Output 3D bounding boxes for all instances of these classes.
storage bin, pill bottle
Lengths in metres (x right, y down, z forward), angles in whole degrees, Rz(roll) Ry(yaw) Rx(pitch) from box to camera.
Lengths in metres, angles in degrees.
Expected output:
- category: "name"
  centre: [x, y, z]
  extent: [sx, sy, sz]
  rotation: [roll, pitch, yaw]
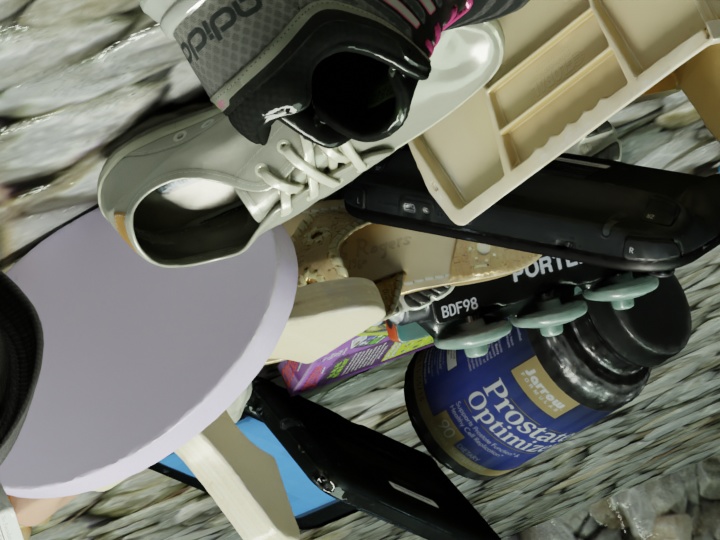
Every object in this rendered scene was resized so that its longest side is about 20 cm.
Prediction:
- category: "storage bin"
  centre: [0.144, -0.111, 1.295]
  extent: [0.200, 0.094, 0.199]
  rotation: [-14, 165, -41]
- category: "pill bottle"
  centre: [0.133, 0.061, 1.988]
  extent: [0.112, 0.112, 0.200]
  rotation: [-11, 162, -48]

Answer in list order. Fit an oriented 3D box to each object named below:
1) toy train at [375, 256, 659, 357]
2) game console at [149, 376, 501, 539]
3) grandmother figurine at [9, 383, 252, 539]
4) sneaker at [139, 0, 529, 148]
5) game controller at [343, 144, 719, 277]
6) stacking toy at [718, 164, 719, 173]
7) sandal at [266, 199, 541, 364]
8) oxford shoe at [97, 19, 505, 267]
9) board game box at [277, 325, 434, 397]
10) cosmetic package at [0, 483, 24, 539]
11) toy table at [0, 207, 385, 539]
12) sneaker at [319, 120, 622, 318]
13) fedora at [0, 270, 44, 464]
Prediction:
- category: "toy train"
  centre: [0.088, -0.005, 1.662]
  extent: [0.200, 0.085, 0.114]
  rotation: [-16, -171, -27]
- category: "game console"
  centre: [-0.029, 0.160, 1.943]
  extent: [0.200, 0.176, 0.116]
  rotation: [27, 105, -44]
- category: "grandmother figurine"
  centre: [-0.149, 0.104, 1.769]
  extent: [0.200, 0.061, 0.121]
  rotation: [-33, -167, 25]
- category: "sneaker"
  centre: [0.004, -0.092, 1.112]
  extent: [0.200, 0.088, 0.074]
  rotation: [-12, 163, -47]
- category: "game controller"
  centre: [0.092, -0.035, 1.416]
  extent: [0.200, 0.042, 0.104]
  rotation: [12, -163, 33]
- category: "stacking toy"
  centre: [0.326, -0.011, 1.834]
  extent: [0.110, 0.200, 0.116]
  rotation: [-31, 167, 31]
- category: "sandal"
  centre: [-0.002, -0.006, 1.461]
  extent: [0.211, 0.078, 0.070]
  rotation: [-16, 177, -4]
- category: "oxford shoe"
  centre: [-0.024, -0.056, 1.241]
  extent: [0.200, 0.058, 0.075]
  rotation: [-26, 129, 12]
- category: "board game box"
  centre: [0.021, 0.025, 1.815]
  extent: [0.120, 0.032, 0.200]
  rotation: [-23, 169, -19]
- category: "cosmetic package"
  centre: [-0.206, 0.070, 1.181]
  extent: [0.082, 0.200, 0.051]
  rotation: [-20, 129, -14]
- category: "toy table"
  centre: [-0.094, 0.045, 1.368]
  extent: [0.200, 0.184, 0.117]
  rotation: [-20, 154, 25]
- category: "sneaker"
  centre: [0.051, -0.026, 1.543]
  extent: [0.200, 0.077, 0.085]
  rotation: [-22, 175, -3]
- category: "fedora"
  centre: [-0.228, 0.032, 1.109]
  extent: [0.200, 0.177, 0.090]
  rotation: [-9, 136, 1]
